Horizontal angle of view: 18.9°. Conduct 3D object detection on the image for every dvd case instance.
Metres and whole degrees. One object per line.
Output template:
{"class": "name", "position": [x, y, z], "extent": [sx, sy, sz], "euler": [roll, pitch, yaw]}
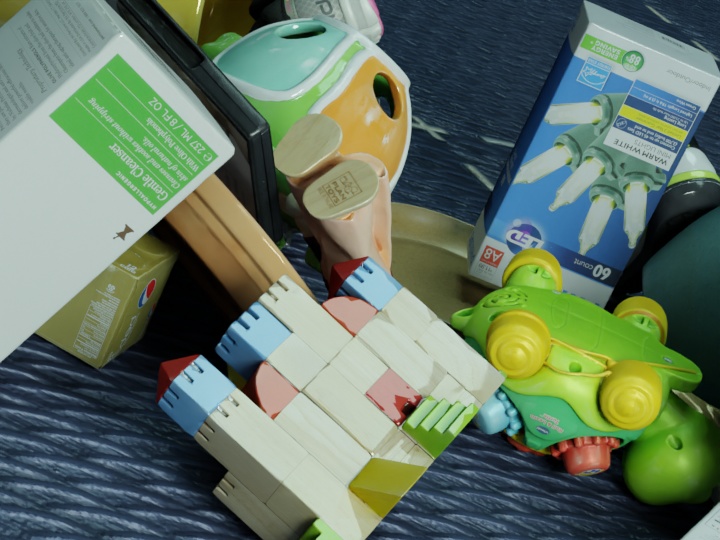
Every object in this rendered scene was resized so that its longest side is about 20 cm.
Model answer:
{"class": "dvd case", "position": [-0.115, -0.113, 1.234], "extent": [0.200, 0.018, 0.143], "euler": [48, -15, 19]}

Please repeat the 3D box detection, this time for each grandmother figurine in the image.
{"class": "grandmother figurine", "position": [0.000, 0.000, 1.268], "extent": [0.060, 0.200, 0.122], "euler": [-24, 58, -5]}

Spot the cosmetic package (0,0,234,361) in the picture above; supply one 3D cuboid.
{"class": "cosmetic package", "position": [-0.179, -0.043, 1.112], "extent": [0.108, 0.200, 0.085], "euler": [44, 4, -43]}

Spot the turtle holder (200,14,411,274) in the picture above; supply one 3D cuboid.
{"class": "turtle holder", "position": [-0.043, -0.090, 1.381], "extent": [0.141, 0.132, 0.185], "euler": [38, -7, -13]}

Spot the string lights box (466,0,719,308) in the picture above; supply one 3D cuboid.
{"class": "string lights box", "position": [0.160, -0.074, 1.512], "extent": [0.102, 0.200, 0.059], "euler": [22, 21, -7]}

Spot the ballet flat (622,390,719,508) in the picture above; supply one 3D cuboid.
{"class": "ballet flat", "position": [0.228, 0.124, 1.421], "extent": [0.200, 0.069, 0.063], "euler": [31, 50, 19]}

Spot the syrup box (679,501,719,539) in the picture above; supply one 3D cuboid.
{"class": "syrup box", "position": [0.212, 0.185, 1.215], "extent": [0.081, 0.079, 0.200], "euler": [32, 22, 16]}

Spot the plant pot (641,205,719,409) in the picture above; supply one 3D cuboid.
{"class": "plant pot", "position": [0.266, 0.037, 1.507], "extent": [0.134, 0.201, 0.200], "euler": [-4, 19, 10]}

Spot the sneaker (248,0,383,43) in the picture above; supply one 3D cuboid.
{"class": "sneaker", "position": [-0.042, -0.169, 1.545], "extent": [0.087, 0.074, 0.200], "euler": [-17, 0, -8]}

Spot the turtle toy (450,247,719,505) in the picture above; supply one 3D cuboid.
{"class": "turtle toy", "position": [0.144, 0.077, 1.357], "extent": [0.199, 0.101, 0.146], "euler": [25, 23, 0]}

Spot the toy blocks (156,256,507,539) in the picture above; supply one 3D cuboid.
{"class": "toy blocks", "position": [-0.021, 0.066, 1.148], "extent": [0.137, 0.100, 0.200], "euler": [42, 50, 5]}

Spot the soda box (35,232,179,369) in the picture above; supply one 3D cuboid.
{"class": "soda box", "position": [-0.209, -0.024, 1.251], "extent": [0.200, 0.064, 0.068], "euler": [29, 21, 8]}

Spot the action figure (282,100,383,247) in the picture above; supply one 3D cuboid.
{"class": "action figure", "position": [-0.035, -0.080, 1.505], "extent": [0.200, 0.119, 0.102], "euler": [-72, 138, -73]}

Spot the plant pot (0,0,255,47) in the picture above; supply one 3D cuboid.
{"class": "plant pot", "position": [-0.165, -0.201, 1.556], "extent": [0.188, 0.202, 0.201], "euler": [14, 18, 16]}

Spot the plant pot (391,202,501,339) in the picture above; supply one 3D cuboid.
{"class": "plant pot", "position": [0.074, 0.015, 1.525], "extent": [0.199, 0.028, 0.200], "euler": [22, 21, -9]}

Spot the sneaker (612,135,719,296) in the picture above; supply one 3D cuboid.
{"class": "sneaker", "position": [0.226, -0.047, 1.618], "extent": [0.071, 0.200, 0.083], "euler": [-8, 68, -13]}

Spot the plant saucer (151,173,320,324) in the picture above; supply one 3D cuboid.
{"class": "plant saucer", "position": [-0.082, -0.010, 1.277], "extent": [0.200, 0.037, 0.200], "euler": [49, -7, 9]}
